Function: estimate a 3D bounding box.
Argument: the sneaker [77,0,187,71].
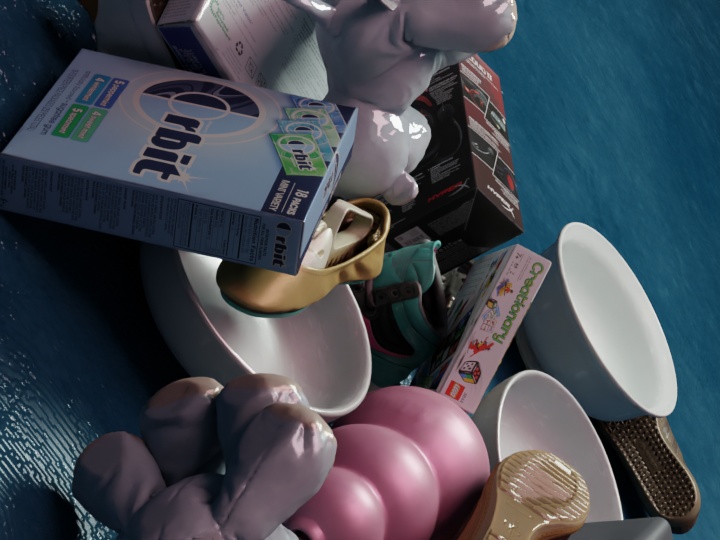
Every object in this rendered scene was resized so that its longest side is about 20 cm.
[{"bbox_3d":[-0.149,-0.133,1.554,0.073,0.085,0.200,-57,140,-47],"label":"sneaker"}]

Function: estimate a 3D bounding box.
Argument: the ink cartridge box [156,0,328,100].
[{"bbox_3d":[-0.058,-0.184,1.582,0.196,0.043,0.200,57,43,-42],"label":"ink cartridge box"}]

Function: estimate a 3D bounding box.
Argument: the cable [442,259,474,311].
[{"bbox_3d":[0.063,0.014,1.861,0.097,0.050,0.200,53,13,-6],"label":"cable"}]

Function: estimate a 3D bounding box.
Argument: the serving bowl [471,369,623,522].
[{"bbox_3d":[0.140,0.186,1.765,0.200,0.066,0.200,39,40,-42],"label":"serving bowl"}]

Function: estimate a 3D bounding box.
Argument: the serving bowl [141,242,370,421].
[{"bbox_3d":[-0.082,0.028,1.481,0.200,0.066,0.200,40,29,-28],"label":"serving bowl"}]

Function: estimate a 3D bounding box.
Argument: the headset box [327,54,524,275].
[{"bbox_3d":[0.045,-0.092,1.783,0.075,0.148,0.200,40,32,-41],"label":"headset box"}]

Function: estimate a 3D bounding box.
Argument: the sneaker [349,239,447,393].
[{"bbox_3d":[0.000,0.000,1.631,0.200,0.121,0.084,50,27,-24],"label":"sneaker"}]

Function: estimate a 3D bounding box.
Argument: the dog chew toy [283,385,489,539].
[{"bbox_3d":[0.007,0.155,1.495,0.200,0.124,0.125,-25,87,-58],"label":"dog chew toy"}]

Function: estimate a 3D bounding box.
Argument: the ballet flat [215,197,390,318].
[{"bbox_3d":[-0.036,-0.017,1.449,0.069,0.063,0.200,30,19,15],"label":"ballet flat"}]

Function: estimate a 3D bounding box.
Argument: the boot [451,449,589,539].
[{"bbox_3d":[0.076,0.220,1.499,0.072,0.166,0.200,38,29,7],"label":"boot"}]

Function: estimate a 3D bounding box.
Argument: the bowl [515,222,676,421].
[{"bbox_3d":[0.206,0.062,2.005,0.201,0.090,0.201,44,31,-34],"label":"bowl"}]

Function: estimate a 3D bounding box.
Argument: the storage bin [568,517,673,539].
[{"bbox_3d":[0.204,0.284,1.642,0.134,0.145,0.200,-35,113,-58],"label":"storage bin"}]

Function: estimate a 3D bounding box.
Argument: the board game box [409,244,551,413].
[{"bbox_3d":[0.088,0.047,1.658,0.035,0.126,0.200,28,-4,-3],"label":"board game box"}]

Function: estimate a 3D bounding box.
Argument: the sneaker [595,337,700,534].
[{"bbox_3d":[0.269,0.164,2.077,0.076,0.070,0.200,70,1,-65],"label":"sneaker"}]

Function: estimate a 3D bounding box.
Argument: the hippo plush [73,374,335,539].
[{"bbox_3d":[-0.062,0.169,1.270,0.161,0.159,0.200,58,3,-35],"label":"hippo plush"}]

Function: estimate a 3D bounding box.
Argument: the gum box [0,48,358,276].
[{"bbox_3d":[-0.117,-0.076,1.419,0.170,0.200,0.045,-67,169,-59],"label":"gum box"}]

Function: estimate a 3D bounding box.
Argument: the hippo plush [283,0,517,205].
[{"bbox_3d":[0.028,-0.129,1.532,0.200,0.159,0.161,-49,145,-72],"label":"hippo plush"}]
